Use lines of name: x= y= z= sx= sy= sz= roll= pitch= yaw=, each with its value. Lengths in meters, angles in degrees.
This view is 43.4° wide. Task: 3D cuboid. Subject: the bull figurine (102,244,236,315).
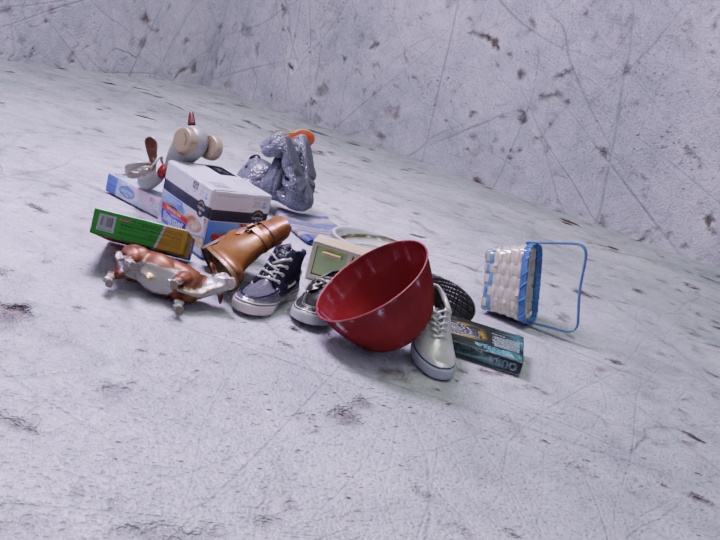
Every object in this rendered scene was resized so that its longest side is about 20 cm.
bull figurine: x=-0.293 y=0.014 z=1.387 sx=0.197 sy=0.066 sz=0.121 roll=16 pitch=14 yaw=3

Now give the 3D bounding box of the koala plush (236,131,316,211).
koala plush: x=-0.219 y=-0.213 z=2.149 sx=0.197 sy=0.187 sz=0.177 roll=-13 pitch=0 yaw=20

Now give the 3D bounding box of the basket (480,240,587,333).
basket: x=0.348 y=0.022 z=1.812 sx=0.197 sy=0.179 sz=0.139 roll=11 pitch=7 yaw=28

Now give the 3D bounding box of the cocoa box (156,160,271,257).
cocoa box: x=-0.284 y=-0.116 z=1.736 sx=0.132 sy=0.133 sz=0.199 roll=2 pitch=20 yaw=-40

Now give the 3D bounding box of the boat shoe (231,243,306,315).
boat shoe: x=-0.150 y=0.009 z=1.499 sx=0.074 sy=0.094 sz=0.200 roll=18 pitch=15 yaw=11

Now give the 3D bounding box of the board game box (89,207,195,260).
board game box: x=-0.358 y=-0.058 z=1.511 sx=0.151 sy=0.041 sz=0.200 roll=14 pitch=-4 yaw=-6

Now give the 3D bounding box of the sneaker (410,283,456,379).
sneaker: x=0.117 y=0.093 z=1.458 sx=0.072 sy=0.072 sz=0.201 roll=7 pitch=32 yaw=-12

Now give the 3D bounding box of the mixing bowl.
mixing bowl: x=0.041 y=0.054 z=1.420 sx=0.198 sy=0.109 sz=0.201 roll=-26 pitch=25 yaw=13

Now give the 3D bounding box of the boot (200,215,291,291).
boot: x=-0.184 y=-0.035 z=1.552 sx=0.154 sy=0.078 sz=0.200 roll=-24 pitch=14 yaw=-13

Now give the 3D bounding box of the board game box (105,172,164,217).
board game box: x=-0.405 y=-0.158 z=1.937 sx=0.197 sy=0.044 sz=0.199 roll=24 pitch=17 yaw=32

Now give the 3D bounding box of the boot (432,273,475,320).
boot: x=0.172 y=0.043 z=1.781 sx=0.199 sy=0.069 sz=0.130 roll=29 pitch=14 yaw=37

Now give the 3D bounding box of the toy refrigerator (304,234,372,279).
toy refrigerator: x=0.000 y=0.000 z=1.726 sx=0.197 sy=0.077 sz=0.070 roll=18 pitch=15 yaw=4

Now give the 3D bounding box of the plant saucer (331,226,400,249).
plant saucer: x=0.027 y=-0.040 z=1.950 sx=0.197 sy=0.051 sz=0.200 roll=14 pitch=15 yaw=-4

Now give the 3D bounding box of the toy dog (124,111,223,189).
toy dog: x=-0.375 y=-0.245 z=1.807 sx=0.197 sy=0.098 sz=0.132 roll=-19 pitch=-19 yaw=8

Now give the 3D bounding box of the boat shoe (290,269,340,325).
boat shoe: x=-0.067 y=0.041 z=1.528 sx=0.070 sy=0.065 sz=0.200 roll=17 pitch=15 yaw=7

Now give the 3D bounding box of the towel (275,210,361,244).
towel: x=-0.098 y=-0.094 z=2.068 sx=0.145 sy=0.024 sz=0.200 roll=6 pitch=18 yaw=-30

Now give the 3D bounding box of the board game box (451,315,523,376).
board game box: x=0.186 y=0.119 z=1.573 sx=0.197 sy=0.029 sz=0.135 roll=17 pitch=17 yaw=6

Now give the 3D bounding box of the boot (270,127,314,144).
boot: x=-0.212 y=-0.440 z=3.125 sx=0.107 sy=0.076 sz=0.199 roll=29 pitch=28 yaw=32
